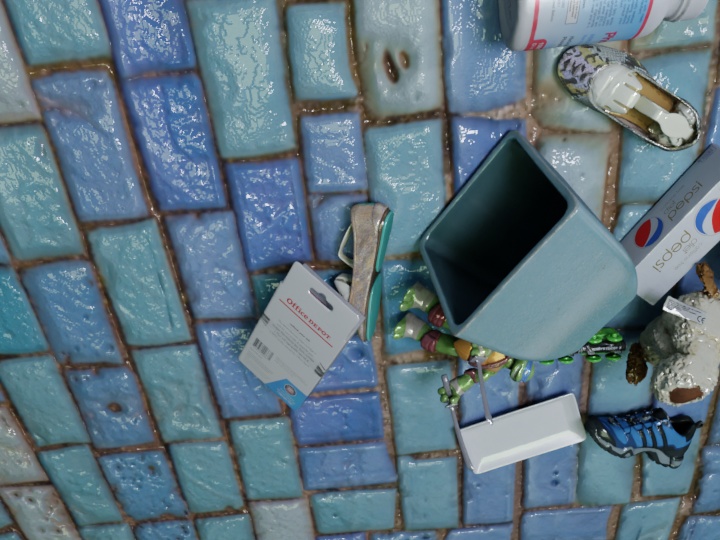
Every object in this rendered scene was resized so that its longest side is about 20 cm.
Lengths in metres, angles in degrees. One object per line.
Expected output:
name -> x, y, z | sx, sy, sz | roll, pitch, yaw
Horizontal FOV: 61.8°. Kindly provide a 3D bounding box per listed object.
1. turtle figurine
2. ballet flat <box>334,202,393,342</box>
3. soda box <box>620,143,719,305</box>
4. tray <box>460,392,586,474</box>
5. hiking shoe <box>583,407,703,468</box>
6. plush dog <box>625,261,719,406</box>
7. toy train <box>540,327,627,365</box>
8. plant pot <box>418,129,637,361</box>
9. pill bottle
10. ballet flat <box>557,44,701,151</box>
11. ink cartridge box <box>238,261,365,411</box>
turtle figurine -> 0.122, 0.120, 0.797 | 0.192, 0.144, 0.202 | 32, 82, 21
ballet flat -> 0.000, 0.000, 0.820 | 0.066, 0.068, 0.205 | 14, 114, 13
soda box -> 0.420, -0.057, 0.784 | 0.067, 0.064, 0.201 | 28, 116, -17
tray -> 0.262, 0.263, 0.984 | 0.195, 0.022, 0.109 | -21, 116, 11
hiking shoe -> 0.444, 0.248, 0.957 | 0.195, 0.075, 0.088 | 15, 111, -20
plush dog -> 0.448, 0.090, 0.820 | 0.195, 0.165, 0.172 | -14, 164, -6
toy train -> 0.286, 0.110, 0.879 | 0.194, 0.057, 0.043 | -4, 106, 2
plant pot -> 0.220, -0.006, 0.744 | 0.197, 0.198, 0.197 | 29, 115, -26
pill bottle -> 0.249, -0.295, 0.625 | 0.194, 0.110, 0.111 | -5, 120, 3
ballet flat -> 0.322, -0.200, 0.702 | 0.196, 0.073, 0.073 | 25, 116, -14
ink cartridge box -> -0.073, 0.079, 0.814 | 0.115, 0.067, 0.201 | 40, 124, 7
